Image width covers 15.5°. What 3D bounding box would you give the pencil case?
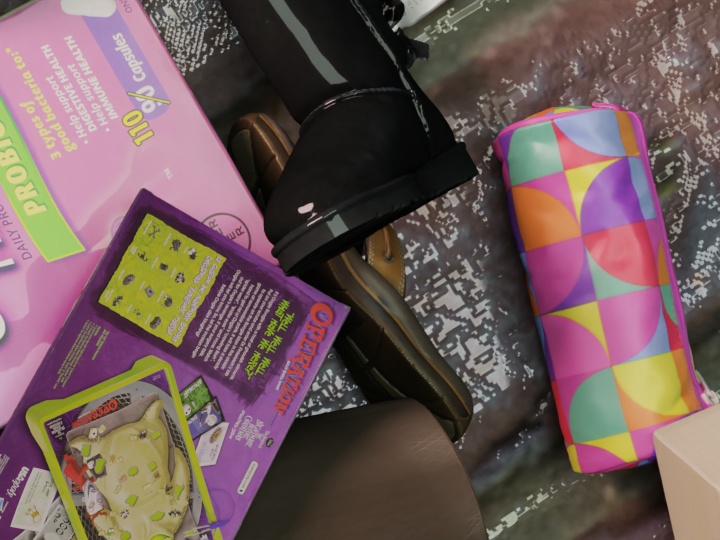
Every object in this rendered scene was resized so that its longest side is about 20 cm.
[{"bbox_3d":[0.132,0.010,1.398,0.088,0.088,0.201,-16,89,-13],"label":"pencil case"}]

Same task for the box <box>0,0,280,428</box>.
[{"bbox_3d":[-0.169,-0.028,1.329,0.200,0.097,0.176,-30,91,-13],"label":"box"}]

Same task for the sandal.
[{"bbox_3d":[0.000,0.000,1.375,0.055,0.082,0.200,-40,92,-29],"label":"sandal"}]

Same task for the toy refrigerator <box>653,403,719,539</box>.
[{"bbox_3d":[0.214,0.169,1.362,0.070,0.076,0.201,-21,115,-14],"label":"toy refrigerator"}]

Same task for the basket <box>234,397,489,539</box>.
[{"bbox_3d":[-0.047,0.148,1.323,0.199,0.136,0.181,-21,102,-17],"label":"basket"}]

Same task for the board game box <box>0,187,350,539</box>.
[{"bbox_3d":[-0.099,0.074,1.247,0.120,0.032,0.200,29,66,-3],"label":"board game box"}]

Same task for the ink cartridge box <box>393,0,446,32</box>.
[{"bbox_3d":[0.004,-0.212,1.420,0.200,0.050,0.161,-37,93,5],"label":"ink cartridge box"}]

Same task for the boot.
[{"bbox_3d":[-0.024,-0.093,1.306,0.073,0.198,0.163,-30,91,27],"label":"boot"}]
